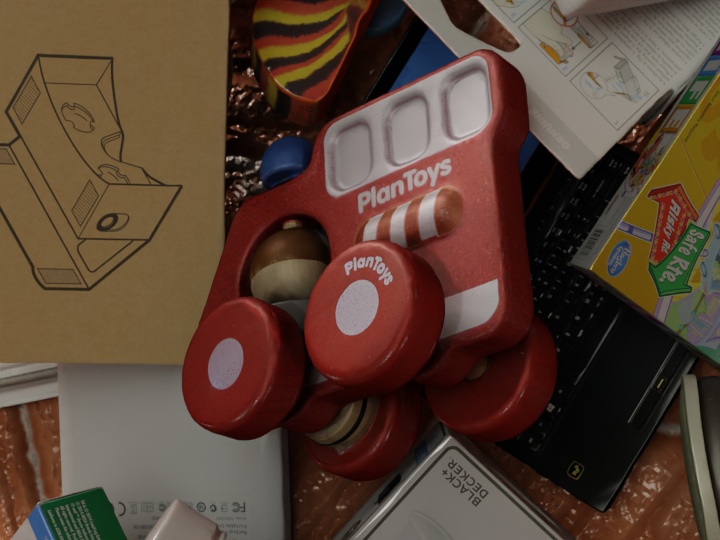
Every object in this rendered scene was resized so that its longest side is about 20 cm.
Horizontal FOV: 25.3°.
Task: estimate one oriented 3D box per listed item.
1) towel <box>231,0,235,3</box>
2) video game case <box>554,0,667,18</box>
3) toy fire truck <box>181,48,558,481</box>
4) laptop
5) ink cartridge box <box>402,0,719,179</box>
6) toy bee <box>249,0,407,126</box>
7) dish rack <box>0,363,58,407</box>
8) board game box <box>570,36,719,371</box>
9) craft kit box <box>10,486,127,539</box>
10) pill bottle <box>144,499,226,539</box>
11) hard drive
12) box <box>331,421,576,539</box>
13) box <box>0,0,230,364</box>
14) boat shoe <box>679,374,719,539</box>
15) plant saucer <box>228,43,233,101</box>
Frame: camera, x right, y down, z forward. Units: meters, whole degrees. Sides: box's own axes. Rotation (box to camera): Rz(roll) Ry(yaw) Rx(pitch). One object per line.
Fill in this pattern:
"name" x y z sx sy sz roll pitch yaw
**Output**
"towel" -0.094 -0.202 0.917 0.152 0.023 0.201 -34 38 26
"video game case" 0.137 -0.224 0.831 0.023 0.199 0.183 -39 72 49
"toy fire truck" 0.000 0.000 0.774 0.199 0.112 0.169 -22 58 36
"laptop" 0.080 -0.006 0.840 0.199 0.103 0.178 31 89 29
"ink cartridge box" 0.088 -0.155 0.833 0.200 0.044 0.173 46 61 4
"toy bee" -0.014 -0.182 0.910 0.108 0.131 0.200 34 51 7
"dish rack" -0.200 -0.010 0.965 0.198 0.044 0.173 -12 75 16
"board game box" 0.216 -0.048 0.810 0.134 0.034 0.201 34 89 -11
"craft kit box" -0.147 0.247 0.833 0.198 0.048 0.201 -46 64 41
"pill bottle" -0.026 0.195 0.734 0.199 0.111 0.112 35 90 -4
"hard drive" -0.104 0.090 0.893 0.131 0.025 0.202 -1 92 15
"box" 0.017 0.188 0.820 0.116 0.060 0.200 41 92 -3
"box" -0.148 -0.052 0.824 0.162 0.021 0.202 1 98 -8
"boat shoe" 0.201 0.146 0.789 0.060 0.072 0.203 -12 81 10
"plant saucer" -0.159 -0.081 0.922 0.198 0.035 0.202 -12 52 15
